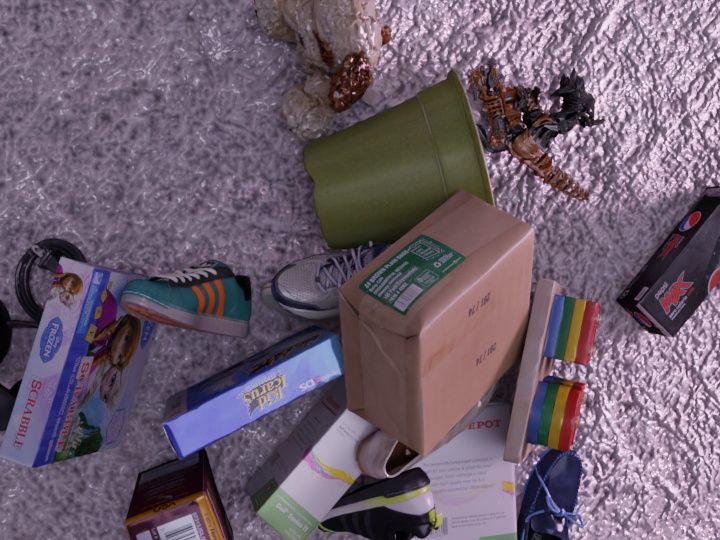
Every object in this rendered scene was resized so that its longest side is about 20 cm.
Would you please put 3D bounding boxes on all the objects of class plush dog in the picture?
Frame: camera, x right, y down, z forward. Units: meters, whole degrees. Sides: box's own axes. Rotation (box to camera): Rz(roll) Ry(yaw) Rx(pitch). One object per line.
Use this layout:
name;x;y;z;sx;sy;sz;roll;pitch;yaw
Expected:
plush dog;-0.023;-0.257;1.021;0.159;0.172;0.201;-15;93;-10

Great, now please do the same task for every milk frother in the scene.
milk frother;-0.391;0.045;0.950;0.180;0.188;0.201;25;87;-11

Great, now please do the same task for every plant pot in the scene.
plant pot;0.038;-0.105;1.046;0.189;0.200;0.201;-15;94;3

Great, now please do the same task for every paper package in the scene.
paper package;0.081;0.051;0.933;0.200;0.103;0.191;-39;140;-34

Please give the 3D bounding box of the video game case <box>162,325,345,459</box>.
video game case;-0.117;0.125;1.008;0.199;0.181;0.046;-27;95;-9

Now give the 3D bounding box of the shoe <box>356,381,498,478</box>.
shoe;0.085;0.162;1.010;0.200;0.053;0.070;-37;98;-20

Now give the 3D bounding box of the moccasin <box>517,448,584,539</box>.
moccasin;0.236;0.320;1.139;0.080;0.068;0.201;17;88;-11

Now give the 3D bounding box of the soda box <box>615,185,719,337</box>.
soda box;0.422;-0.012;1.170;0.071;0.063;0.200;42;84;-9

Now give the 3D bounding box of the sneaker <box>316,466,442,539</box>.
sneaker;0.016;0.285;1.033;0.071;0.200;0.083;-14;77;-40

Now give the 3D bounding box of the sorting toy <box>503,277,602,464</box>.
sorting toy;0.229;0.118;1.062;0.069;0.200;0.200;11;89;16

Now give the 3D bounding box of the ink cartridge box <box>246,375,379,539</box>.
ink cartridge box;-0.037;0.207;1.058;0.067;0.117;0.200;43;83;-11

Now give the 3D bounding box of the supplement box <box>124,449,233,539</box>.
supplement box;-0.189;0.277;0.989;0.085;0.200;0.111;-19;95;-9

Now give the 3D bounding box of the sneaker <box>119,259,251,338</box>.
sneaker;-0.186;0.023;1.006;0.071;0.200;0.080;5;82;26

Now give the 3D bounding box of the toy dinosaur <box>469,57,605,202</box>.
toy dinosaur;0.217;-0.176;1.127;0.135;0.102;0.200;-35;116;7

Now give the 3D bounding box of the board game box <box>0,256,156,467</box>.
board game box;-0.282;0.095;0.967;0.041;0.199;0.201;17;89;10

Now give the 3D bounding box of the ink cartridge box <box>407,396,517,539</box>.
ink cartridge box;0.106;0.254;1.104;0.144;0.087;0.202;-3;94;-11

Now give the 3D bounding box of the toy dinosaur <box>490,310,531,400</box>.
toy dinosaur;0.121;0.068;1.107;0.135;0.086;0.201;31;80;-3

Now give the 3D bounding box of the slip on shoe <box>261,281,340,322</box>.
slip on shoe;-0.018;0.020;1.090;0.198;0.074;0.062;-4;62;-6

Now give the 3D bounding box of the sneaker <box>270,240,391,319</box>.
sneaker;0.000;0.000;1.016;0.199;0.085;0.078;-7;68;-12
